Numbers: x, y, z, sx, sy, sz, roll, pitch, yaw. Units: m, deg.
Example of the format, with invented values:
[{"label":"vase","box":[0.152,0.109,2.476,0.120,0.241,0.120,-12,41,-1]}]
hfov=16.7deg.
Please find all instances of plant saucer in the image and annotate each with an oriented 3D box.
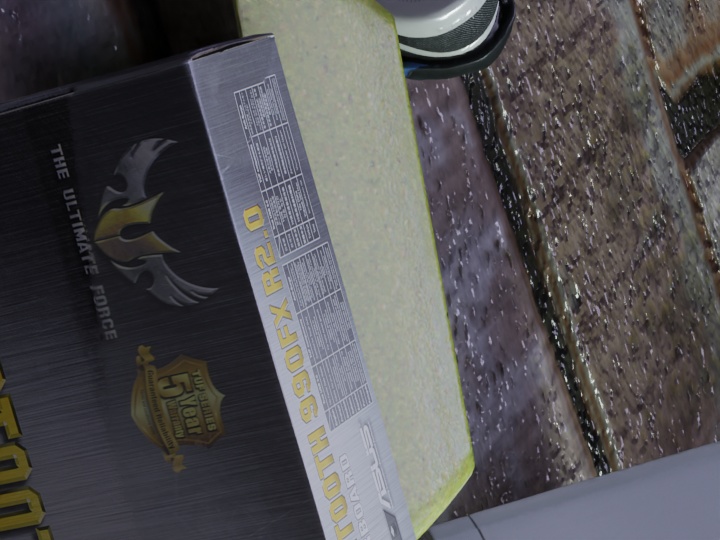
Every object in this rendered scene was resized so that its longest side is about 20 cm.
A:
[{"label":"plant saucer","box":[0.000,0.000,0.801,0.200,0.048,0.201,83,-4,-85]}]

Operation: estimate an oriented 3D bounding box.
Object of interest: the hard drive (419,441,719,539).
[{"label":"hard drive","box":[0.137,0.131,0.938,0.027,0.199,0.132,107,-37,-52]}]

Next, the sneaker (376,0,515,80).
[{"label":"sneaker","box":[-0.026,-0.141,0.860,0.200,0.073,0.112,51,-4,16]}]

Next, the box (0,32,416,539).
[{"label":"box","box":[-0.070,0.057,0.612,0.048,0.158,0.201,-29,105,-62]}]
